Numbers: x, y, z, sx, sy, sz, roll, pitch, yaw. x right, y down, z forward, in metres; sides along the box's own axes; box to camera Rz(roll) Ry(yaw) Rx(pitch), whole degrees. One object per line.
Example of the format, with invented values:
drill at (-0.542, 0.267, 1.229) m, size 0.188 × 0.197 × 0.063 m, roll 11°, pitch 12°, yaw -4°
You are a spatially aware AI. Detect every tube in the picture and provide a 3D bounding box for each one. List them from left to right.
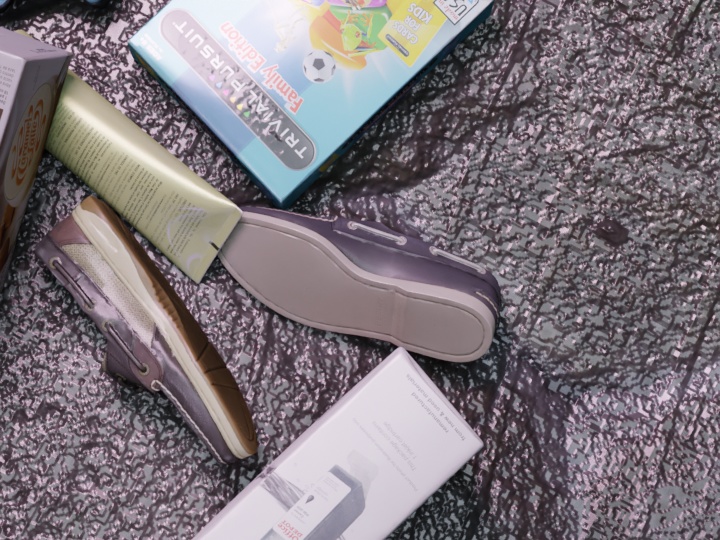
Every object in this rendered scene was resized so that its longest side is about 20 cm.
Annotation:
tube at (-0.167, -0.078, 1.353) m, size 0.200 × 0.058 × 0.052 m, roll 40°, pitch 83°, yaw 6°

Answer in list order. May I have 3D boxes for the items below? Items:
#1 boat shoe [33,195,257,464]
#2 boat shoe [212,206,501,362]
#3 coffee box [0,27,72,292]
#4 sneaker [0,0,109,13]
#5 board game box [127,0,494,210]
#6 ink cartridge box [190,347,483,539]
boat shoe at (-0.140, 0.048, 1.333) m, size 0.065 × 0.073 × 0.201 m, roll -35°, pitch 81°, yaw 6°
boat shoe at (0.000, 0.000, 1.354) m, size 0.199 × 0.073 × 0.063 m, roll 20°, pitch 39°, yaw 7°
coffee box at (-0.259, -0.053, 1.288) m, size 0.079 × 0.114 × 0.201 m, roll 20°, pitch 99°, yaw 5°
sneaker at (-0.172, -0.225, 1.373) m, size 0.199 × 0.078 × 0.090 m, roll -14°, pitch 102°, yaw 0°
board game box at (-0.033, -0.163, 1.369) m, size 0.200 × 0.047 × 0.151 m, roll -44°, pitch 85°, yaw -6°
ink cartridge box at (-0.025, 0.149, 1.279) m, size 0.200 × 0.146 × 0.085 m, roll -41°, pitch 87°, yaw -6°
